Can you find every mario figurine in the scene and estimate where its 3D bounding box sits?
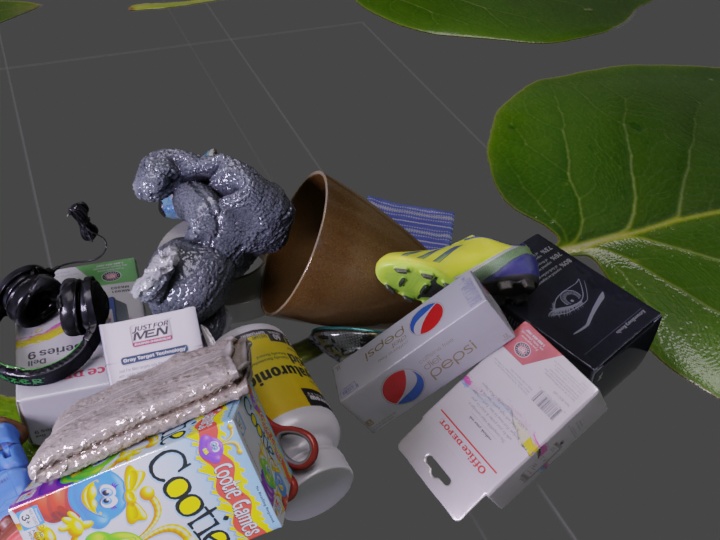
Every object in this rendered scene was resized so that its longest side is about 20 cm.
[{"bbox_3d":[-0.328,0.243,0.724,0.200,0.124,0.106,43,13,35],"label":"mario figurine"}]

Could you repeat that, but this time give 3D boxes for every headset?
[{"bbox_3d":[-0.332,0.024,0.810,0.123,0.094,0.201,11,54,4],"label":"headset"}]

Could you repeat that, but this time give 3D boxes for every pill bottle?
[{"bbox_3d":[-0.089,0.161,0.802,0.111,0.112,0.200,-18,48,-24],"label":"pill bottle"}]

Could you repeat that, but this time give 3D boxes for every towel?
[{"bbox_3d":[-0.189,0.116,0.667,0.199,0.035,0.133,-24,11,-6],"label":"towel"},{"bbox_3d":[0.062,-0.039,1.103,0.144,0.024,0.201,10,42,4],"label":"towel"}]

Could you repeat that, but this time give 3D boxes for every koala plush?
[{"bbox_3d":[-0.187,-0.018,0.879,0.183,0.178,0.201,4,54,25],"label":"koala plush"}]

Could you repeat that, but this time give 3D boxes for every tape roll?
[{"bbox_3d":[-0.182,-0.010,1.036,0.201,0.037,0.204,4,42,-3],"label":"tape roll"}]

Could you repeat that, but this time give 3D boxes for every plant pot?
[{"bbox_3d":[0.000,0.000,0.947,0.199,0.187,0.187,22,37,-22],"label":"plant pot"}]

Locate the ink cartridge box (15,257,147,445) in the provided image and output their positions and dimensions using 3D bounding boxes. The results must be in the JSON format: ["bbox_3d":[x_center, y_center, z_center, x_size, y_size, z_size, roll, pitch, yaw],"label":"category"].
[{"bbox_3d":[-0.320,0.089,0.875,0.144,0.088,0.201,-9,46,-16],"label":"ink cartridge box"}]

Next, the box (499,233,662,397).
[{"bbox_3d":[0.244,0.068,0.944,0.147,0.105,0.200,-28,52,-31],"label":"box"}]

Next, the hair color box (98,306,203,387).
[{"bbox_3d":[-0.199,0.147,0.767,0.099,0.061,0.201,-11,79,-16],"label":"hair color box"}]

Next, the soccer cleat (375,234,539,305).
[{"bbox_3d":[0.113,-0.006,0.883,0.199,0.065,0.084,3,54,-10],"label":"soccer cleat"}]

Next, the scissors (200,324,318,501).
[{"bbox_3d":[-0.120,0.140,0.740,0.200,0.014,0.073,41,89,23],"label":"scissors"}]

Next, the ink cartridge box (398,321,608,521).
[{"bbox_3d":[0.152,0.169,0.813,0.200,0.068,0.117,-42,53,-1],"label":"ink cartridge box"}]

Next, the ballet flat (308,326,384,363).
[{"bbox_3d":[0.035,0.104,0.916,0.199,0.072,0.072,0,42,-4],"label":"ballet flat"}]

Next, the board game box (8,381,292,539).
[{"bbox_3d":[-0.173,0.190,0.649,0.199,0.105,0.103,-23,10,3],"label":"board game box"}]

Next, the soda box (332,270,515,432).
[{"bbox_3d":[0.068,0.093,0.840,0.200,0.068,0.064,-36,30,11],"label":"soda box"}]

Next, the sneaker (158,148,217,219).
[{"bbox_3d":[-0.251,-0.126,1.103,0.089,0.079,0.200,-11,19,3],"label":"sneaker"}]
